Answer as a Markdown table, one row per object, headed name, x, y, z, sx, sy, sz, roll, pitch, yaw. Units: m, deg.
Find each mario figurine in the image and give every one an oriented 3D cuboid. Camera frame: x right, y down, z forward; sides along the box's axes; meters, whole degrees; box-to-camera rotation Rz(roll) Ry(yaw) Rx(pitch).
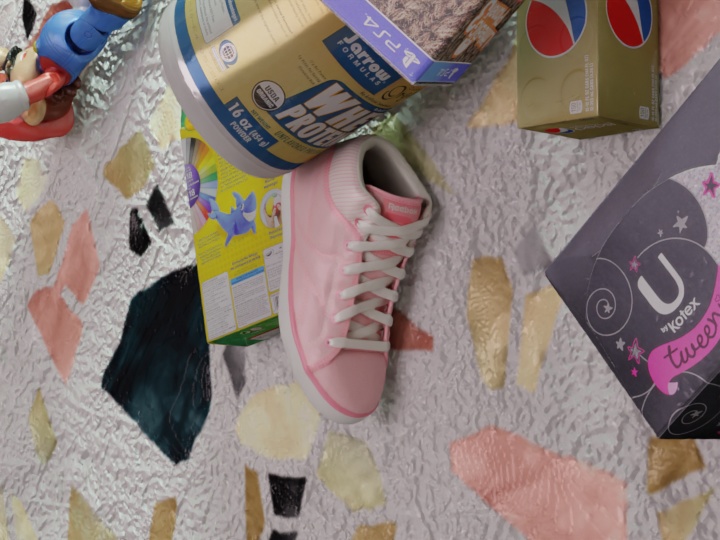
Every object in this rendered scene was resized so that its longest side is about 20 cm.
| name | x | y | z | sx | sy | sz | roll | pitch | yaw |
| --- | --- | --- | --- | --- | --- | --- | --- | --- | --- |
| mario figurine | -0.265 | -0.191 | 1.528 | 0.200 | 0.123 | 0.106 | -44 | 69 | 30 |

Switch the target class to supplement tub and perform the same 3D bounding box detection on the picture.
| name | x | y | z | sx | sy | sz | roll | pitch | yaw |
| --- | --- | --- | --- | --- | --- | --- | --- | --- | --- |
| supplement tub | -0.021 | -0.168 | 1.223 | 0.200 | 0.145 | 0.145 | -30 | 64 | 24 |

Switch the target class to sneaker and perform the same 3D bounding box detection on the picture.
| name | x | y | z | sx | sy | sz | roll | pitch | yaw |
| --- | --- | --- | --- | --- | --- | --- | --- | --- | --- |
| sneaker | 0.000 | 0.000 | 1.253 | 0.105 | 0.075 | 0.201 | -23 | 67 | 47 |

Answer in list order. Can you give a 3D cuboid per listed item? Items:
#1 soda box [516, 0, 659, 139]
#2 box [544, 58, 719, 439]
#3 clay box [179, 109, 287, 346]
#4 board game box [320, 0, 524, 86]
| name | x | y | z | sx | sy | sz | roll | pitch | yaw |
| --- | --- | --- | --- | --- | --- | --- | --- | --- | --- |
| soda box | 0.141 | -0.186 | 1.130 | 0.068 | 0.064 | 0.200 | -5 | 83 | 47 |
| box | 0.220 | -0.017 | 0.992 | 0.200 | 0.115 | 0.132 | -53 | 51 | 30 |
| clay box | -0.076 | -0.054 | 1.360 | 0.115 | 0.048 | 0.200 | -21 | 70 | 42 |
| board game box | 0.049 | -0.234 | 1.064 | 0.159 | 0.097 | 0.200 | 42 | 105 | 9 |
